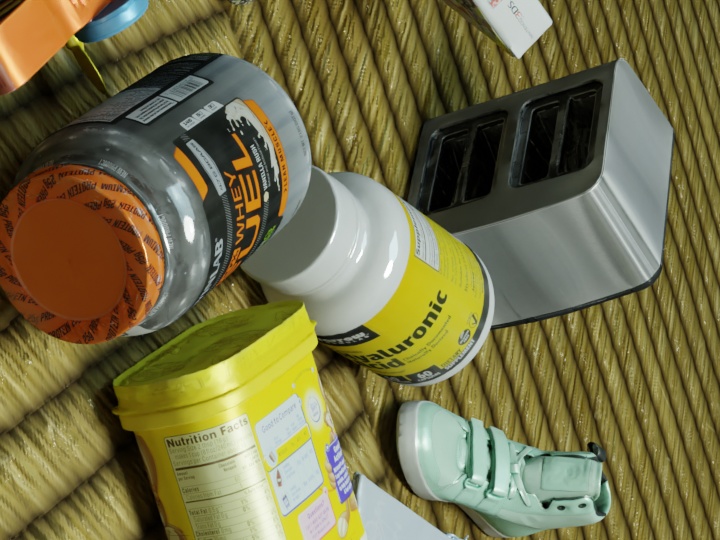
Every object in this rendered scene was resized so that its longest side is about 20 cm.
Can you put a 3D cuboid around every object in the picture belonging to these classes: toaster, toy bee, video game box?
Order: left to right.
[{"bbox_3d":[-0.164,-0.164,1.199,0.200,0.108,0.132,-22,108,-38],"label":"toy bee"},{"bbox_3d":[0.036,-0.262,1.540,0.200,0.047,0.182,46,-3,44],"label":"video game box"},{"bbox_3d":[0.137,-0.052,1.626,0.119,0.180,0.201,53,35,-34],"label":"toaster"}]

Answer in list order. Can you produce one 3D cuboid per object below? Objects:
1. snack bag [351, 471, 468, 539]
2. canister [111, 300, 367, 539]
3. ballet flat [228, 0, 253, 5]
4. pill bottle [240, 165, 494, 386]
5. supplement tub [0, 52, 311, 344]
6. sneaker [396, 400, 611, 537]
[{"bbox_3d":[0.030,0.255,1.455,0.188,0.021,0.201,40,46,-51],"label":"snack bag"},{"bbox_3d":[-0.061,0.136,1.260,0.148,0.086,0.201,-35,112,-61],"label":"canister"},{"bbox_3d":[-0.041,-0.245,1.474,0.068,0.075,0.200,68,28,-25],"label":"ballet flat"},{"bbox_3d":[0.000,0.000,1.409,0.200,0.111,0.112,32,51,-54],"label":"pill bottle"},{"bbox_3d":[-0.117,-0.040,1.187,0.200,0.122,0.123,-46,119,-59],"label":"supplement tub"},{"bbox_3d":[0.112,0.139,1.557,0.200,0.118,0.074,37,49,-50],"label":"sneaker"}]
